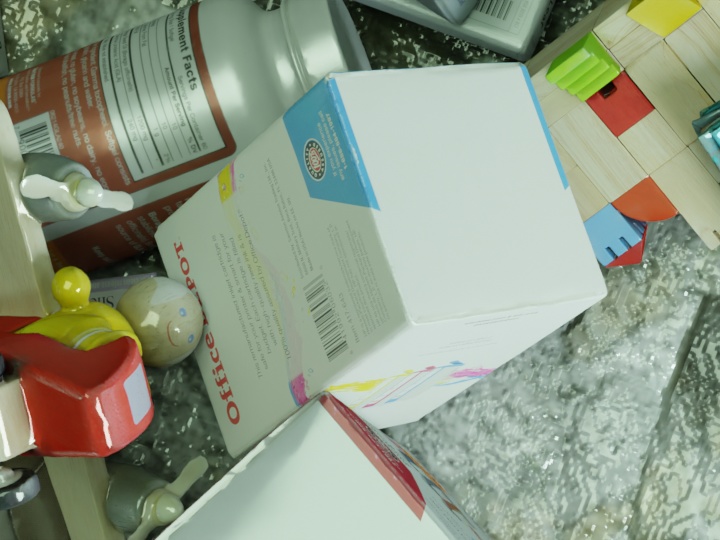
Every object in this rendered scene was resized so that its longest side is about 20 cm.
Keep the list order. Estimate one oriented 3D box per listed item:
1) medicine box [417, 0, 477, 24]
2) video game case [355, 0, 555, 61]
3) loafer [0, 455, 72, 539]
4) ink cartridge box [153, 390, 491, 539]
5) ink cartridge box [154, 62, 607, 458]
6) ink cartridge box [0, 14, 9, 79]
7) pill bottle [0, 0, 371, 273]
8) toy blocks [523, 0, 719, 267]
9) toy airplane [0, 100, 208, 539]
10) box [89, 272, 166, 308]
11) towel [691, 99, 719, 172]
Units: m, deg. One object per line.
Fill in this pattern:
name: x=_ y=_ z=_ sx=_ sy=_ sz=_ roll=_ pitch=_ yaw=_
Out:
medicine box: x=0.027 y=-0.265 z=1.354 sx=0.182 sy=0.103 sz=0.201 roll=35 pitch=87 yaw=20
video game case: x=0.035 y=-0.226 z=1.408 sx=0.199 sy=0.022 sz=0.183 roll=21 pitch=82 yaw=19
loafer: x=-0.143 y=0.176 z=1.370 sx=0.071 sy=0.073 sz=0.201 roll=-21 pitch=76 yaw=9
ink cartridge box: x=-0.003 y=0.169 z=1.272 sx=0.145 sy=0.200 sz=0.145 roll=-43 pitch=74 yaw=1
ink cartridge box: x=0.000 y=0.000 z=1.306 sx=0.200 sy=0.125 sz=0.129 roll=-37 pitch=67 yaw=50
ink cartridge box: x=-0.238 y=-0.113 z=1.422 sx=0.067 sy=0.116 sz=0.201 roll=-12 pitch=78 yaw=11
pill bottle: x=-0.094 y=-0.077 z=1.383 sx=0.199 sy=0.112 sz=0.113 roll=-20 pitch=76 yaw=9
toy blocks: x=0.162 y=-0.076 z=1.319 sx=0.200 sy=0.100 sz=0.137 roll=-37 pitch=100 yaw=25
toy airplane: x=-0.147 y=0.040 z=1.302 sx=0.140 sy=0.200 sz=0.200 roll=-19 pitch=61 yaw=-15
box: x=-0.197 y=0.033 z=1.427 sx=0.199 sy=0.039 sz=0.042 roll=-6 pitch=80 yaw=13
towel: x=0.271 y=-0.025 z=1.271 sx=0.146 sy=0.022 sz=0.201 roll=-29 pitch=106 yaw=15
